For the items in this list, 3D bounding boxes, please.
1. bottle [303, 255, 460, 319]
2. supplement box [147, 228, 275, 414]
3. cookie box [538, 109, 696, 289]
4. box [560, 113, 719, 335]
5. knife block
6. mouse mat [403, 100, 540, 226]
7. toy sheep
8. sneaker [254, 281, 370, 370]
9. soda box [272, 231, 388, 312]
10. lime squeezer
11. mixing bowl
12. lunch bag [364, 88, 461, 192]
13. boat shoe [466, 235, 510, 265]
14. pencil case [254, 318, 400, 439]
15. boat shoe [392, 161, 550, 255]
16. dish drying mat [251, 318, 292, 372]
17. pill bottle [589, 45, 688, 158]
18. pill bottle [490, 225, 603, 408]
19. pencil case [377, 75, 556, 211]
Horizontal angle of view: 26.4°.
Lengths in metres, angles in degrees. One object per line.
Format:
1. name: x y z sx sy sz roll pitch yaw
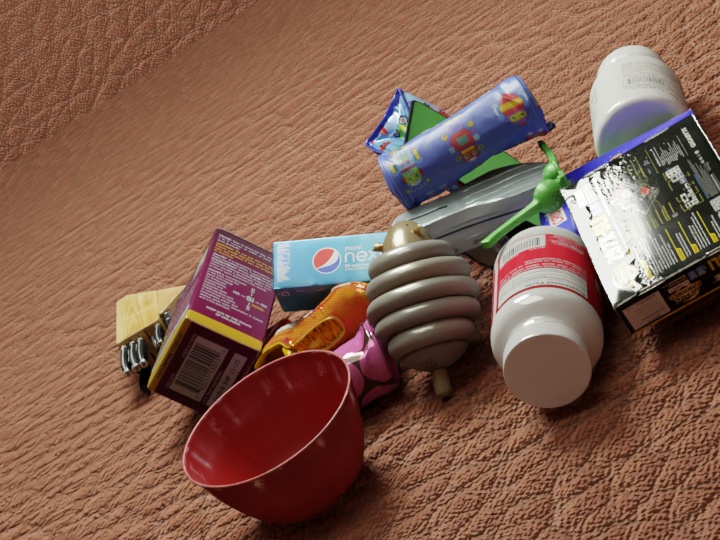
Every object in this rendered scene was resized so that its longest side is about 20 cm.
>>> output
1. bottle: 0.024 0.018 1.869 0.200 0.065 0.084 -36 26 -9
2. supplement box: -0.177 0.065 1.907 0.131 0.103 0.200 -59 12 34
3. cookie box: 0.300 -0.073 1.685 0.200 0.075 0.171 -27 24 16
4. box: 0.301 -0.050 1.528 0.160 0.049 0.200 -32 38 13
5. knife block: -0.302 0.101 2.118 0.200 0.064 0.176 -9 32 44
6. mouse mat: 0.142 -0.131 1.882 0.008 0.200 0.161 -54 11 27
7. toy sheep: 0.070 0.039 1.653 0.138 0.200 0.138 -17 -16 -5
8. sneaker: -0.043 0.079 1.773 0.200 0.073 0.077 -38 12 39
9. soda box: 0.000 0.000 1.799 0.199 0.068 0.064 -4 64 7
10. lime squeezer: 0.196 -0.087 1.654 0.071 0.038 0.200 -28 21 41
11. mixing bowl: -0.071 0.187 1.585 0.200 0.108 0.200 -26 27 15
12. lunch bag: 0.114 -0.135 1.950 0.094 0.150 0.200 -60 26 13
13. boat shoe: 0.137 -0.055 1.871 0.059 0.072 0.200 -39 18 -9
14. pencil case: -0.053 0.135 1.707 0.200 0.091 0.094 -30 50 6
15. boat shoe: 0.136 -0.061 1.733 0.200 0.067 0.074 -18 32 8
16. dish drying mat: -0.096 0.114 1.889 0.077 0.018 0.200 -33 22 -3
17. pill bottle: 0.333 -0.194 1.841 0.114 0.114 0.200 -25 24 17
18. pill bottle: 0.187 0.047 1.541 0.112 0.112 0.200 -24 24 19
19. pencil case: 0.119 -0.145 1.752 0.200 0.078 0.087 -30 2 7
